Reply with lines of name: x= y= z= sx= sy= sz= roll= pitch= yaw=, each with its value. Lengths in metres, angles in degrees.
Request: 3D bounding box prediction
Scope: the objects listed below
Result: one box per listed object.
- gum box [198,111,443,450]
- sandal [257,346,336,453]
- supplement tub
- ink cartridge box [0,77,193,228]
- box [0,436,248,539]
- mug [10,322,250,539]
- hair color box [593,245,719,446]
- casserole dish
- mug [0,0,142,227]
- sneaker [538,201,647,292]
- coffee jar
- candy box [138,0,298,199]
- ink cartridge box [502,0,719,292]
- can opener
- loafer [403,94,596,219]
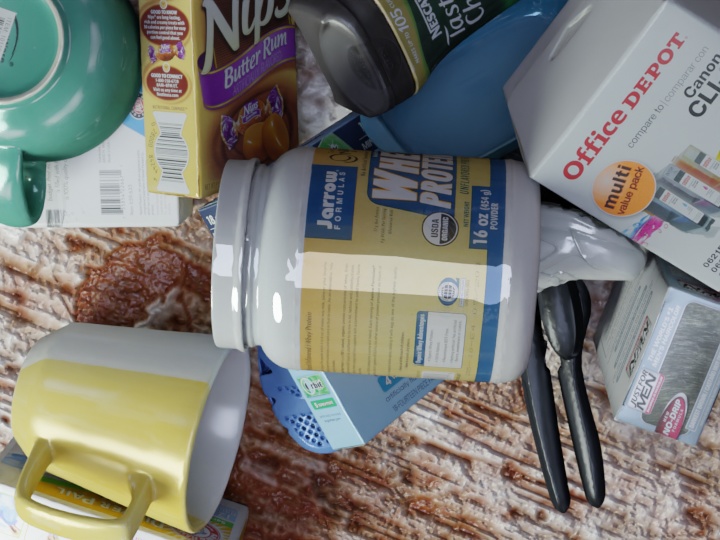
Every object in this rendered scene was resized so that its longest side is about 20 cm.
gum box: x=0.000 y=0.000 z=1.213 sx=0.045 sy=0.170 sz=0.200 roll=-17 pitch=105 yaw=53
sandal: x=-0.050 y=0.049 z=1.262 sx=0.079 sy=0.087 sz=0.200 roll=-15 pitch=103 yaw=6
supplement tub: x=0.011 y=-0.005 z=1.073 sx=0.200 sy=0.145 sz=0.145 roll=4 pitch=103 yaw=1
ink cartridge box: x=-0.230 y=-0.093 z=1.250 sx=0.200 sy=0.067 sz=0.116 roll=0 pitch=102 yaw=4
box: x=-0.199 y=0.217 z=1.297 sx=0.200 sy=0.113 sz=0.102 roll=18 pitch=104 yaw=-2
mug: x=-0.181 y=0.108 z=1.243 sx=0.153 sy=0.187 sz=0.150 roll=13 pitch=96 yaw=10
hair color box: x=0.215 y=0.040 z=1.180 sx=0.061 sy=0.200 sz=0.099 roll=19 pitch=104 yaw=-1
casserole dish: x=0.092 y=-0.134 z=1.192 sx=0.200 sy=0.039 sz=0.121 roll=-31 pitch=62 yaw=-11
mug: x=-0.226 y=-0.139 z=1.149 sx=0.152 sy=0.114 sz=0.185 roll=-27 pitch=89 yaw=4
sneaker: x=0.099 y=-0.002 z=1.179 sx=0.200 sy=0.078 sz=0.100 roll=9 pitch=90 yaw=11
coffee jar: x=0.048 y=-0.199 z=1.151 sx=0.200 sy=0.085 sz=0.104 roll=-41 pitch=127 yaw=-16
candy box: x=-0.101 y=-0.160 z=1.197 sx=0.056 sy=0.117 sz=0.200 roll=6 pitch=106 yaw=35
ink cartridge box: x=0.216 y=-0.096 z=1.080 sx=0.200 sy=0.145 sz=0.145 roll=29 pitch=114 yaw=-17
can opener: x=0.145 y=0.084 z=1.250 sx=0.063 sy=0.079 sz=0.200 roll=-3 pitch=99 yaw=23
loafer: x=0.122 y=-0.088 z=1.236 sx=0.200 sy=0.073 sz=0.072 roll=27 pitch=65 yaw=4
